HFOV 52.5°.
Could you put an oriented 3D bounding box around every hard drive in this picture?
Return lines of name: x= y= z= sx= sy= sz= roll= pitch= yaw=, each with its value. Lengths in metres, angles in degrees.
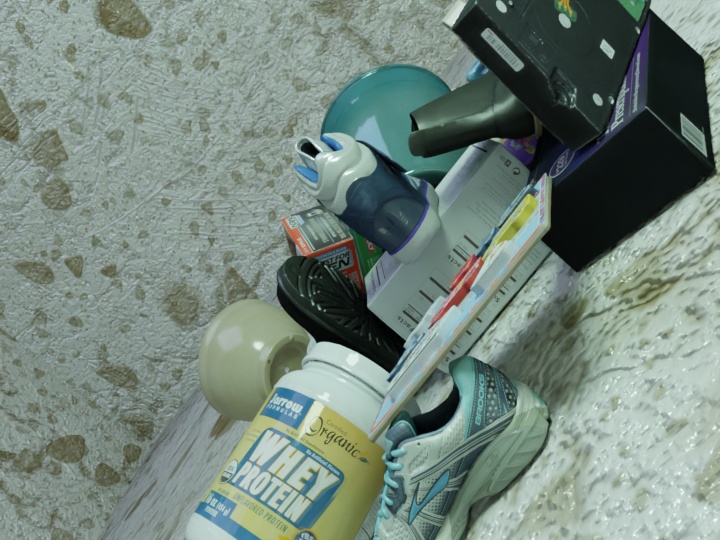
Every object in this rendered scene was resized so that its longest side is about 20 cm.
hard drive: x=0.163 y=-0.210 z=0.598 sx=0.038 sy=0.139 sz=0.202 roll=-33 pitch=21 yaw=53

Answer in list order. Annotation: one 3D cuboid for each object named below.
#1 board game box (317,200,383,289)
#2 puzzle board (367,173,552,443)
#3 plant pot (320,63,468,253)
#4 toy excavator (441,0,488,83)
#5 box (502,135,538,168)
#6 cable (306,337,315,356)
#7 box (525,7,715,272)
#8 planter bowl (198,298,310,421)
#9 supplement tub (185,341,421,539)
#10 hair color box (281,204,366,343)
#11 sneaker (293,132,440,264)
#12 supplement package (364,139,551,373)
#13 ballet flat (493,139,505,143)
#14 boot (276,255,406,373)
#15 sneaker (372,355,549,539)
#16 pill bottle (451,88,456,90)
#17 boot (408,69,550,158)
board game box: x=0.000 y=0.000 z=0.888 sx=0.028 sy=0.205 sz=0.134 roll=-20 pitch=19 yaw=-13
puzzle board: x=0.075 y=0.021 z=0.550 sx=0.202 sy=0.017 sz=0.151 roll=-55 pitch=-2 yaw=23
plant pot: x=0.056 y=-0.120 z=0.916 sx=0.201 sy=0.197 sz=0.191 roll=-47 pitch=34 yaw=26
toy excavator: x=0.189 y=-0.293 z=1.049 sx=0.101 sy=0.199 sz=0.195 roll=-49 pitch=9 yaw=10
box: x=0.235 y=-0.189 z=0.811 sx=0.201 sy=0.039 sz=0.136 roll=-49 pitch=-9 yaw=25
cable: x=-0.004 y=0.069 z=1.084 sx=0.201 sy=0.069 sz=0.201 roll=-50 pitch=10 yaw=16
box: x=0.222 y=-0.117 z=0.636 sx=0.141 sy=0.078 sz=0.202 roll=-48 pitch=11 yaw=41
planter bowl: x=-0.150 y=0.157 z=1.200 sx=0.133 sy=0.201 sz=0.202 roll=6 pitch=54 yaw=47
supplement tub: x=-0.044 y=0.182 z=0.637 sx=0.202 sy=0.144 sz=0.144 roll=-57 pitch=11 yaw=-24
hair color box: x=-0.030 y=0.039 z=0.858 sx=0.062 sy=0.205 sz=0.111 roll=-18 pitch=29 yaw=-11
sneaker: x=0.001 y=-0.088 z=0.711 sx=0.081 sy=0.145 sz=0.200 roll=-49 pitch=12 yaw=10
supplement package: x=0.105 y=-0.020 z=0.747 sx=0.201 sy=0.109 sz=0.114 roll=-51 pitch=10 yaw=10
ballet flat: x=0.175 y=-0.152 z=0.952 sx=0.070 sy=0.069 sz=0.199 roll=-50 pitch=-15 yaw=11
boot: x=-0.041 y=0.098 z=0.768 sx=0.157 sy=0.210 sz=0.080 roll=-42 pitch=23 yaw=23
sneaker: x=0.041 y=0.148 z=0.522 sx=0.202 sy=0.086 sz=0.078 roll=-53 pitch=9 yaw=2
pill bottle: x=0.138 y=-0.195 z=1.210 sx=0.202 sy=0.112 sz=0.113 roll=-58 pitch=11 yaw=-28
boot: x=0.105 y=-0.164 z=0.713 sx=0.134 sy=0.080 sz=0.201 roll=-15 pitch=16 yaw=6
